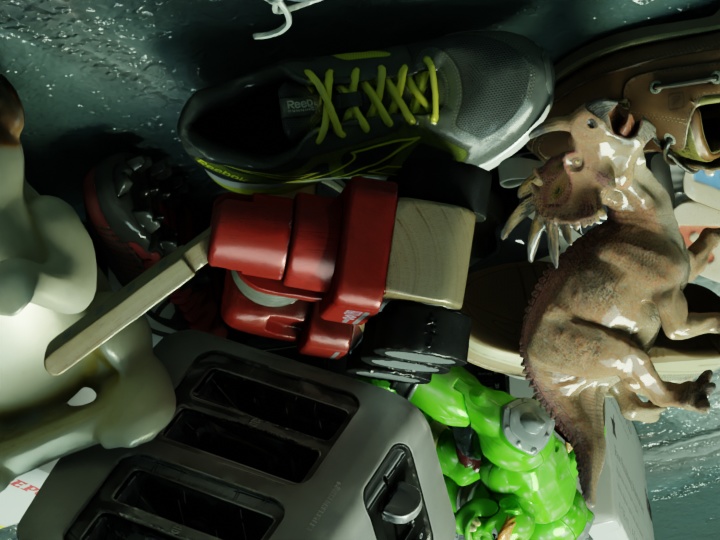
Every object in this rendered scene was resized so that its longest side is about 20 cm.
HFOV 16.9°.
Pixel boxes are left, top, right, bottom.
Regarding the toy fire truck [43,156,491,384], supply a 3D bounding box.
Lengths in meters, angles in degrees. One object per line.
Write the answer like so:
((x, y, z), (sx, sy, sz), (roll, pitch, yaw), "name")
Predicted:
((-0.050, 0.007, 1.208), (0.199, 0.129, 0.176), (10, 172, -6), "toy fire truck")

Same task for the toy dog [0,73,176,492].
((-0.191, -0.010, 1.258), (0.139, 0.194, 0.200), (-17, 121, 17), "toy dog")

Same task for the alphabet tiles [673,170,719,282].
((0.266, -0.024, 1.292), (0.195, 0.015, 0.201), (22, 116, 14), "alphabet tiles")

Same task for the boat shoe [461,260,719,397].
((0.122, 0.042, 1.350), (0.199, 0.072, 0.065), (2, 143, -36), "boat shoe")

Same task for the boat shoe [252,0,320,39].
((-0.024, -0.151, 1.107), (0.199, 0.062, 0.075), (-8, 155, 8), "boat shoe")

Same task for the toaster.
((-0.071, 0.142, 1.292), (0.199, 0.181, 0.119), (17, 138, 25), "toaster")

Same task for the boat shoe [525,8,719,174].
((0.168, -0.088, 1.258), (0.200, 0.068, 0.072), (-22, 150, 33), "boat shoe")

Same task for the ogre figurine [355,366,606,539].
((0.068, 0.100, 1.366), (0.120, 0.098, 0.201), (22, 137, 30), "ogre figurine")

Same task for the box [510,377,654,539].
((0.093, 0.161, 1.677), (0.199, 0.131, 0.199), (-11, 153, 12), "box")

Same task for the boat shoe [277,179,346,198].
((0.000, 0.000, 1.418), (0.074, 0.062, 0.200), (-20, 151, 24), "boat shoe")

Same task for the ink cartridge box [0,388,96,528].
((-0.271, 0.074, 1.429), (0.199, 0.145, 0.145), (-19, 149, 28), "ink cartridge box")

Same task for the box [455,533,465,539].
((-0.057, 0.145, 1.506), (0.199, 0.044, 0.160), (7, -177, 39), "box")

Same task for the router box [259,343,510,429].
((-0.022, 0.081, 1.486), (0.149, 0.062, 0.200), (-9, 174, 35), "router box")

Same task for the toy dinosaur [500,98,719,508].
((0.121, 0.012, 1.252), (0.135, 0.201, 0.086), (19, -170, -11), "toy dinosaur")

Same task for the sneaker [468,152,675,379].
((0.083, -0.007, 1.397), (0.129, 0.080, 0.199), (8, 151, -20), "sneaker")

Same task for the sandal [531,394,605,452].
((0.135, 0.088, 1.496), (0.054, 0.200, 0.080), (37, 176, 10), "sandal")

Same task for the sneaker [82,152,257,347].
((-0.130, -0.001, 1.382), (0.098, 0.071, 0.201), (-12, 154, 10), "sneaker")

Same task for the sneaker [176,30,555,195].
((0.000, -0.076, 1.224), (0.199, 0.075, 0.085), (-13, 174, 18), "sneaker")
